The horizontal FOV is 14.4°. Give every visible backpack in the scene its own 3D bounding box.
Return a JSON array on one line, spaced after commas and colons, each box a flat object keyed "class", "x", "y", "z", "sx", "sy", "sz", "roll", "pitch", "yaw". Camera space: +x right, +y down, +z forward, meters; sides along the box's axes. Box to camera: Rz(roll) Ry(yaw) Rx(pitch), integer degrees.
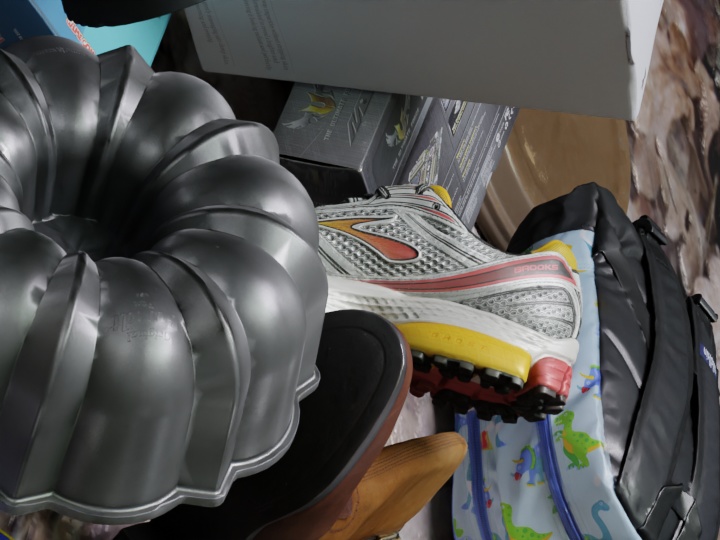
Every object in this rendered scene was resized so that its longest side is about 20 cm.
[{"class": "backpack", "x": 0.118, "y": 0.085, "z": 1.444, "sx": 0.163, "sy": 0.153, "sz": 0.200, "roll": 54, "pitch": 14, "yaw": -39}]

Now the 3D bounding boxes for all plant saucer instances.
[{"class": "plant saucer", "x": 0.100, "y": -0.087, "z": 1.583, "sx": 0.200, "sy": 0.029, "sz": 0.201, "roll": 33, "pitch": 49, "yaw": -50}]

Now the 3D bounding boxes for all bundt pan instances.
[{"class": "bundt pan", "x": -0.101, "y": -0.011, "z": 1.024, "sx": 0.201, "sy": 0.076, "sz": 0.202, "roll": 13, "pitch": 42, "yaw": -12}]

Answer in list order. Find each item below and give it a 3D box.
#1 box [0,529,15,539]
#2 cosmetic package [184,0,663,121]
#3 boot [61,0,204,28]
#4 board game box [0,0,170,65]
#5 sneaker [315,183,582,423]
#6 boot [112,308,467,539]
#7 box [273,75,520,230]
[{"class": "box", "x": -0.159, "y": 0.120, "z": 0.988, "sx": 0.200, "sy": 0.070, "sz": 0.065, "roll": 44, "pitch": 40, "yaw": -45}, {"class": "cosmetic package", "x": 0.025, "y": -0.134, "z": 1.204, "sx": 0.113, "sy": 0.199, "sz": 0.081, "roll": 78, "pitch": 22, "yaw": -59}, {"class": "boot", "x": -0.102, "y": -0.189, "z": 1.057, "sx": 0.198, "sy": 0.073, "sz": 0.163, "roll": -116, "pitch": -171, "yaw": -67}, {"class": "board game box", "x": -0.128, "y": -0.172, "z": 1.193, "sx": 0.151, "sy": 0.047, "sz": 0.201, "roll": 55, "pitch": 35, "yaw": -34}, {"class": "sneaker", "x": 0.000, "y": 0.000, "z": 1.224, "sx": 0.078, "sy": 0.199, "sz": 0.083, "roll": 111, "pitch": -3, "yaw": -70}, {"class": "boot", "x": -0.003, "y": 0.089, "z": 1.180, "sx": 0.068, "sy": 0.189, "sz": 0.200, "roll": 41, "pitch": 20, "yaw": 24}, {"class": "box", "x": 0.027, "y": -0.086, "z": 1.333, "sx": 0.159, "sy": 0.048, "sz": 0.201, "roll": 68, "pitch": 39, "yaw": -56}]
